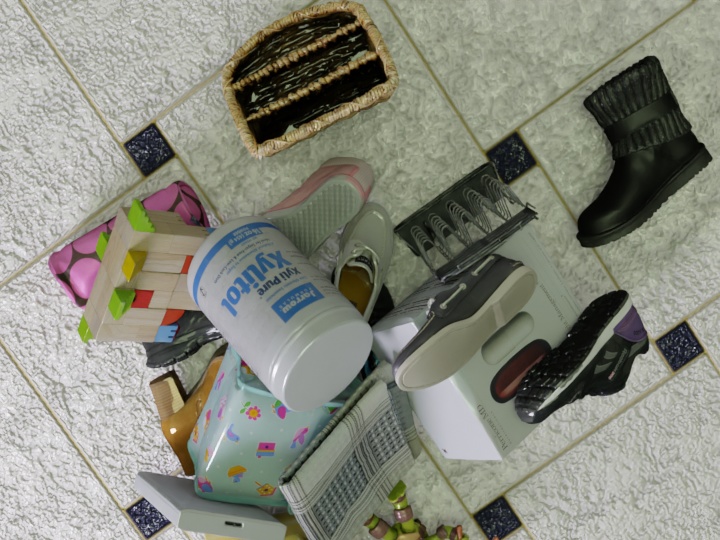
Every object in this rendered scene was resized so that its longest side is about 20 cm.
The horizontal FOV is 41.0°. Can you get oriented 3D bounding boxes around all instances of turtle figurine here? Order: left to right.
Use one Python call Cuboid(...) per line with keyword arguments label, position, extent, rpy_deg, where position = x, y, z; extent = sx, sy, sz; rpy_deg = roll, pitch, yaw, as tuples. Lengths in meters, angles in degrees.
Cuboid(label="turtle figurine", position=(0.067, 0.343, 1.248), extent=(0.198, 0.065, 0.162), rpy_deg=(-26, 116, 12))

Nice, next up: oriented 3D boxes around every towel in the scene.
Cuboid(label="towel", position=(0.000, 0.230, 1.129), extent=(0.200, 0.034, 0.194), rpy_deg=(-47, 139, -26))

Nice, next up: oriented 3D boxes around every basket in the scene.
Cuboid(label="basket", position=(-0.066, -0.236, 1.143), extent=(0.197, 0.149, 0.145), rpy_deg=(-25, 96, 3))

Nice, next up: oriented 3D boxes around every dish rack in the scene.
Cuboid(label="dish rack", position=(0.125, -0.056, 1.143), extent=(0.152, 0.200, 0.055), rpy_deg=(-36, 104, 3))

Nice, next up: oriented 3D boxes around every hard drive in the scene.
Cuboid(label="hard drive", position=(-0.185, 0.283, 1.154), extent=(0.130, 0.199, 0.027), rpy_deg=(17, 84, -26))

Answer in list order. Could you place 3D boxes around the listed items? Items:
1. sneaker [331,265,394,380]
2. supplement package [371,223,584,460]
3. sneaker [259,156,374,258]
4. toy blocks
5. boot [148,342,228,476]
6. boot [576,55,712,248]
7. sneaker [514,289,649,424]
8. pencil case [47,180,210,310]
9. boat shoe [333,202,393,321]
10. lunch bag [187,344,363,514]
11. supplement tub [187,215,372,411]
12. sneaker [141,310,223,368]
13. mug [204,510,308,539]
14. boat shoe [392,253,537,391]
Cuboid(label="sneaker", position=(0.019, 0.082, 1.213), extent=(0.072, 0.082, 0.203), rpy_deg=(-23, 95, 3))
Cuboid(label="supplement package", position=(0.150, 0.088, 1.149), extent=(0.199, 0.147, 0.193), rpy_deg=(-38, 96, -24))
Cuboid(label="sneaker", position=(-0.061, -0.074, 1.207), extent=(0.199, 0.105, 0.076), rpy_deg=(-30, 107, 32))
Cuboid(label="toy blocks", position=(-0.235, 0.009, 1.131), extent=(0.135, 0.100, 0.202), rpy_deg=(5, 122, -39))
Cuboid(label="boot", position=(-0.160, 0.172, 1.233), extent=(0.199, 0.071, 0.146), rpy_deg=(-24, 102, 5))
Cuboid(label="boot", position=(0.319, -0.146, 1.192), extent=(0.210, 0.079, 0.159), rpy_deg=(-40, 103, -8))
Cuboid(label="sneaker", position=(0.258, 0.116, 1.073), extent=(0.200, 0.075, 0.088), rpy_deg=(-41, 105, -23))
Cuboid(label="pencil case", position=(-0.281, -0.026, 1.195), extent=(0.198, 0.091, 0.095), rpy_deg=(-28, 103, 4))
Cuboid(label="boat shoe", position=(0.000, 0.000, 1.167), extent=(0.070, 0.070, 0.203), rpy_deg=(22, 66, -6))
Cuboid(label="lunch bag", position=(-0.088, 0.194, 1.160), extent=(0.197, 0.122, 0.172), rpy_deg=(17, 113, -23))
Cuboid(label="supplement tub", position=(-0.093, 0.044, 1.081), extent=(0.132, 0.132, 0.200), rpy_deg=(-50, 58, 4))
Cuboid(label="sneaker", position=(-0.193, 0.049, 1.213), extent=(0.197, 0.076, 0.092), rpy_deg=(-24, 86, -2))
Cuboid(label="mug", position=(-0.102, 0.377, 1.201), extent=(0.151, 0.187, 0.152), rpy_deg=(-16, 99, -8))
Cuboid(label="boat shoe", position=(0.102, 0.052, 1.035), extent=(0.199, 0.063, 0.073), rpy_deg=(-37, 141, -18))
